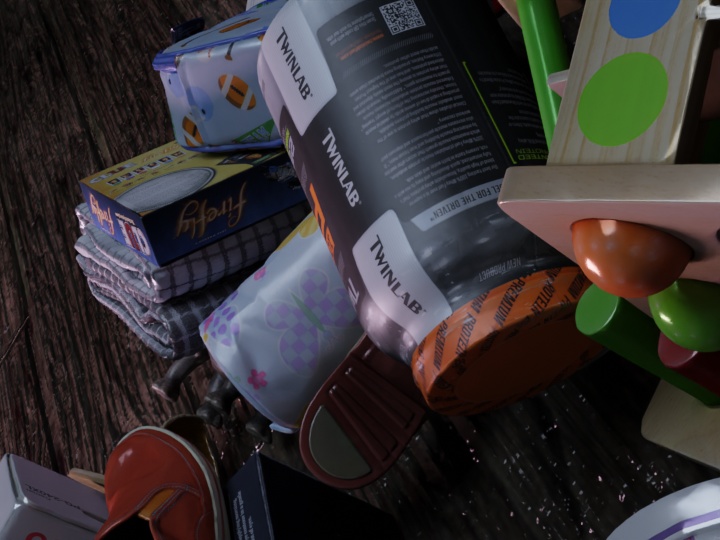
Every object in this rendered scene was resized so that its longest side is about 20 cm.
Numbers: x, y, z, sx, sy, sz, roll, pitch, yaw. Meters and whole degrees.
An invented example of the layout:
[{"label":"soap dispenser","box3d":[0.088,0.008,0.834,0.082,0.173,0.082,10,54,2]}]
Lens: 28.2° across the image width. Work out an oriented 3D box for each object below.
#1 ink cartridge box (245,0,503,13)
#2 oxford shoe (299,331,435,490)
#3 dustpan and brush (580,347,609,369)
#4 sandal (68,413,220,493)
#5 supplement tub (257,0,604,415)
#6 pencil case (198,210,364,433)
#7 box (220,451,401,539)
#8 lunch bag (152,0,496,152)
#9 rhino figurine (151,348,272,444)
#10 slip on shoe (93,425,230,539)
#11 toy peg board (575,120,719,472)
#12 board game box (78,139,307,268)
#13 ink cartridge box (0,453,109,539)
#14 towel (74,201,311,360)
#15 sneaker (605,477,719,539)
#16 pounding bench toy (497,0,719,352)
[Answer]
[{"label":"ink cartridge box","box3d":[0.024,-0.202,0.969,0.200,0.116,0.068,-35,36,38]},{"label":"oxford shoe","box3d":[0.036,0.034,0.783,0.200,0.070,0.075,-45,-5,-11]},{"label":"dustpan and brush","box3d":[0.136,-0.058,0.721,0.200,0.057,0.140,-49,57,19]},{"label":"sandal","box3d":[-0.115,0.133,0.959,0.211,0.077,0.070,5,67,51]},{"label":"supplement tub","box3d":[0.037,-0.041,0.676,0.122,0.122,0.201,-42,58,32]},{"label":"pencil case","box3d":[0.000,0.000,0.831,0.200,0.091,0.083,-44,12,4]},{"label":"box","box3d":[-0.055,0.235,0.736,0.182,0.104,0.201,-48,31,21]},{"label":"lunch bag","box3d":[-0.020,-0.134,0.870,0.199,0.076,0.160,-1,24,37]},{"label":"rhino figurine","box3d":[-0.060,0.063,0.938,0.199,0.060,0.088,5,60,56]},{"label":"slip on shoe","box3d":[-0.109,0.139,0.738,0.074,0.061,0.200,-55,27,14]},{"label":"toy peg board","box3d":[0.190,-0.012,0.556,0.199,0.097,0.201,20,83,61]},{"label":"board game box","box3d":[-0.063,-0.069,0.897,0.199,0.035,0.135,-25,22,-19]},{"label":"ink cartridge box","box3d":[-0.212,0.242,0.943,0.201,0.145,0.083,-59,24,5]},{"label":"towel","box3d":[-0.093,-0.017,0.962,0.165,0.086,0.200,-25,21,-20]},{"label":"sneaker","box3d":[0.118,0.170,0.553,0.201,0.072,0.115,-55,31,37]},{"label":"pounding bench toy","box3d":[0.113,-0.056,0.509,0.199,0.124,0.157,3,72,43]}]
